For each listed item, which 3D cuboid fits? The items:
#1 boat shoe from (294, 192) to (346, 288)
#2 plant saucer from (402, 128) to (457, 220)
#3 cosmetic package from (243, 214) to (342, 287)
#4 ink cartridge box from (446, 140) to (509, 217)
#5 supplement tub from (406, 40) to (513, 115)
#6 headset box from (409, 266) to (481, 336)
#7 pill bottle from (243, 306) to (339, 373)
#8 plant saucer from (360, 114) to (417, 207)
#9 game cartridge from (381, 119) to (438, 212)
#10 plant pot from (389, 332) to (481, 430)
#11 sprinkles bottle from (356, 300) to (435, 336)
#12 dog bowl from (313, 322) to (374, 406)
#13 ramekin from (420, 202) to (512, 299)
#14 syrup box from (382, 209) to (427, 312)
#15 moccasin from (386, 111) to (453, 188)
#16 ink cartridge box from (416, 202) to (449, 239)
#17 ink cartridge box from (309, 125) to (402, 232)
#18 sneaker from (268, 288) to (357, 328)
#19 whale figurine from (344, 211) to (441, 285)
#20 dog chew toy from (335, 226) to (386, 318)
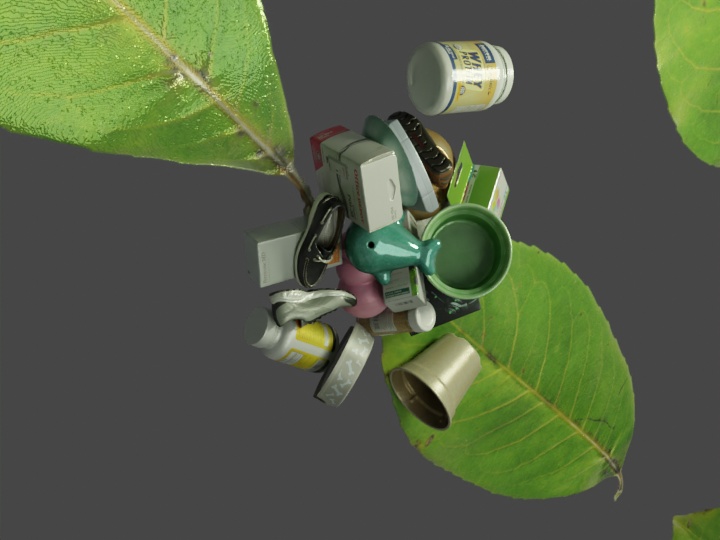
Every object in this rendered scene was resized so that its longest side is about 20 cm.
[{"bbox_3d":[-0.077,-0.052,1.474,0.073,0.060,0.203,5,111,-43],"label":"boat shoe"},{"bbox_3d":[0.133,-0.210,1.620,0.196,0.035,0.204,-3,100,-20],"label":"plant saucer"},{"bbox_3d":[-0.136,-0.047,1.522,0.197,0.071,0.103,-17,122,-29],"label":"cosmetic package"},{"bbox_3d":[0.271,-0.177,1.691,0.200,0.075,0.150,50,56,-58],"label":"ink cartridge box"},{"bbox_3d":[0.210,-0.406,1.549,0.197,0.144,0.147,-13,119,-31],"label":"supplement tub"},{"bbox_3d":[0.179,0.034,1.732,0.197,0.093,0.176,-21,130,1],"label":"headset box"},{"bbox_3d":[-0.149,0.145,1.582,0.198,0.111,0.113,25,96,-42],"label":"pill bottle"},{"bbox_3d":[0.045,-0.212,1.490,0.038,0.201,0.203,-28,127,-14],"label":"plant saucer"},{"bbox_3d":[0.089,-0.212,1.512,0.041,0.133,0.202,-34,108,-16],"label":"game cartridge"},{"bbox_3d":[0.205,0.267,1.871,0.183,0.199,0.203,-41,131,-27],"label":"plant pot"},{"bbox_3d":[0.077,0.111,1.673,0.067,0.198,0.070,9,77,-42],"label":"sprinkles bottle"},{"bbox_3d":[-0.035,0.213,1.647,0.058,0.200,0.202,29,95,-3],"label":"dog bowl"},{"bbox_3d":[0.222,-0.039,1.595,0.196,0.098,0.204,0,87,1],"label":"ramekin"},{"bbox_3d":[0.087,-0.021,1.592,0.077,0.204,0.081,-12,158,17],"label":"syrup box"},{"bbox_3d":[0.122,-0.253,1.538,0.073,0.202,0.078,-35,157,-18],"label":"moccasin"},{"bbox_3d":[0.163,-0.115,1.725,0.109,0.050,0.201,-44,130,-9],"label":"ink cartridge box"},{"bbox_3d":[-0.010,-0.185,1.460,0.082,0.199,0.149,-24,125,-23],"label":"ink cartridge box"},{"bbox_3d":[-0.097,0.077,1.532,0.197,0.074,0.081,-3,87,-30],"label":"sneaker"},{"bbox_3d":[0.062,-0.046,1.497,0.104,0.196,0.162,-30,135,-79],"label":"whale figurine"},{"bbox_3d":[0.000,0.000,1.621,0.123,0.124,0.203,-23,116,-25],"label":"dog chew toy"}]
